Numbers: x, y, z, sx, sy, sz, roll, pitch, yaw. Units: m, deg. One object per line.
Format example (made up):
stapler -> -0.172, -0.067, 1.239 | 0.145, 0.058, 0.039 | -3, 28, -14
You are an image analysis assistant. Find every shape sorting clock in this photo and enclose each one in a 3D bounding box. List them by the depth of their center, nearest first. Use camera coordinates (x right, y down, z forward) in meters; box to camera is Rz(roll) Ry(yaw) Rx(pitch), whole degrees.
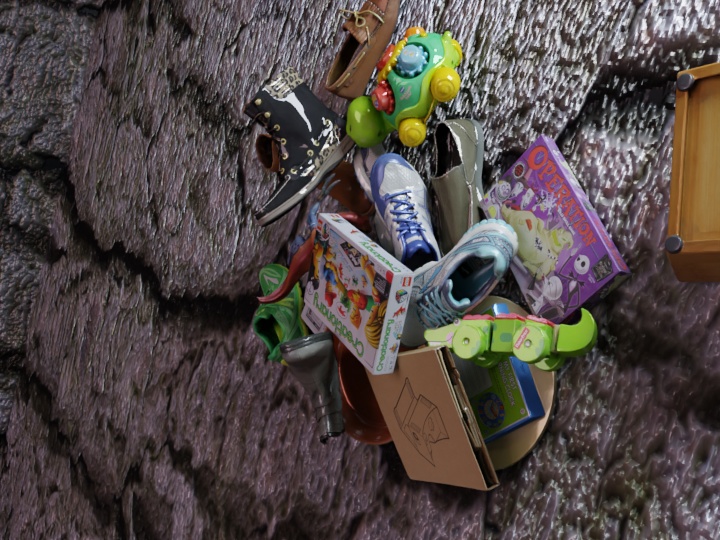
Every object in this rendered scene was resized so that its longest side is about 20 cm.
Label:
shape sorting clock -> 0.147, 0.133, 0.907 | 0.197, 0.039, 0.206 | -13, 72, 47

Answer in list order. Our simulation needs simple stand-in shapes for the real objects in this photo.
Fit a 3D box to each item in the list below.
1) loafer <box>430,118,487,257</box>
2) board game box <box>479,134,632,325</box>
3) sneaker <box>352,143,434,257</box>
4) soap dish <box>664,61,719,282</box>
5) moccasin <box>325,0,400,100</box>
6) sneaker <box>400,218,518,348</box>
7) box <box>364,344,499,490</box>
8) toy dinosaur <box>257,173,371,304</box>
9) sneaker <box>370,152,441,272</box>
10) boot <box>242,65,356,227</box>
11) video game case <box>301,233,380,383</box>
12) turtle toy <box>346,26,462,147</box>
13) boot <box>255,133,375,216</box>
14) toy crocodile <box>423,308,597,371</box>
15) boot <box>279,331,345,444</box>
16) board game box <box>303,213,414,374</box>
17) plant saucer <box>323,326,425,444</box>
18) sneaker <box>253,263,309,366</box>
loafer -> 0.117, -0.101, 0.978 | 0.074, 0.068, 0.206 | -18, 68, 49
board game box -> 0.215, -0.041, 0.870 | 0.120, 0.032, 0.203 | -45, 48, 33
sneaker -> 0.055, -0.119, 1.079 | 0.085, 0.076, 0.204 | -35, 61, 31
soap dish -> 0.346, -0.094, 0.660 | 0.155, 0.080, 0.206 | -1, 82, 53
moccasin -> 0.001, -0.371, 1.192 | 0.204, 0.076, 0.074 | -60, 41, 25
sneaker -> 0.099, 0.024, 0.884 | 0.201, 0.077, 0.087 | -49, 4, 28
box -> 0.078, 0.177, 0.910 | 0.199, 0.021, 0.167 | -23, 88, 64
toy dinosaur -> -0.052, -0.027, 1.097 | 0.203, 0.104, 0.181 | -61, 7, -13
sneaker -> 0.068, -0.053, 0.971 | 0.088, 0.073, 0.205 | -117, 7, -84
boot -> -0.111, -0.176, 1.076 | 0.200, 0.151, 0.073 | -45, 9, -11
video game case -> -0.013, 0.041, 1.161 | 0.200, 0.023, 0.186 | 44, 117, 50
turtle toy -> 0.057, -0.241, 1.024 | 0.201, 0.100, 0.147 | -51, 15, 32
boot -> -0.067, -0.154, 1.167 | 0.078, 0.152, 0.201 | -61, 41, 21
toy crocodile -> 0.160, 0.073, 0.831 | 0.196, 0.067, 0.064 | -2, 73, 38
boot -> -0.050, 0.158, 1.000 | 0.066, 0.200, 0.134 | -14, 76, 4
board game box -> -0.008, 0.023, 0.954 | 0.200, 0.034, 0.130 | 39, 124, 52
plant saucer -> 0.019, 0.137, 1.061 | 0.197, 0.032, 0.207 | 0, 91, 44
sneaker -> -0.140, 0.067, 1.274 | 0.074, 0.082, 0.203 | -49, 46, 34
